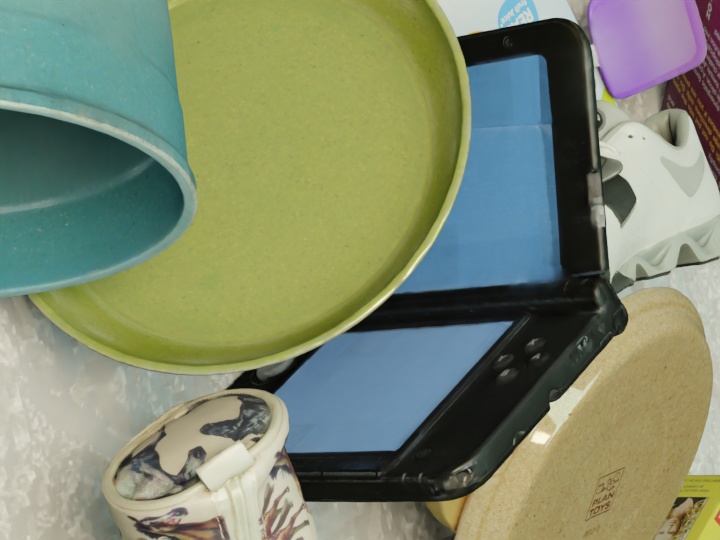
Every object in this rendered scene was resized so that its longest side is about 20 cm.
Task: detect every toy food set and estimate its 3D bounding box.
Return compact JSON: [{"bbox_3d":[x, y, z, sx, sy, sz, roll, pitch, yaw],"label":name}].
[{"bbox_3d":[0.095,0.095,1.144,0.200,0.049,0.198,-32,140,-40],"label":"toy food set"}]

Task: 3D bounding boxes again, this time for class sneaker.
[{"bbox_3d":[0.097,-0.030,1.125,0.200,0.074,0.089,-19,100,-51],"label":"sneaker"}]

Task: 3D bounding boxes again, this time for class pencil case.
[{"bbox_3d":[-0.038,0.143,0.967,0.078,0.089,0.200,-30,117,-24],"label":"pencil case"}]

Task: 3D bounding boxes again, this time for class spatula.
[{"bbox_3d":[0.095,-0.088,1.156,0.200,0.021,0.057,-33,113,-39],"label":"spatula"}]

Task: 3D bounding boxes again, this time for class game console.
[{"bbox_3d":[0.000,0.000,1.013,0.176,0.200,0.116,-45,115,-34],"label":"game console"}]

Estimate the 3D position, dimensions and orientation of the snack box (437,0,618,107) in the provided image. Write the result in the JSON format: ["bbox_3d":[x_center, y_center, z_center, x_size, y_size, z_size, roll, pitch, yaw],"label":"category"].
[{"bbox_3d":[0.044,-0.090,1.160,0.142,0.053,0.200,-43,115,-35],"label":"snack box"}]

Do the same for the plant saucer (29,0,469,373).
[{"bbox_3d":[-0.051,-0.048,0.989,0.031,0.200,0.200,59,44,-64],"label":"plant saucer"}]

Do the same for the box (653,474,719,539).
[{"bbox_3d":[0.145,0.199,1.229,0.075,0.050,0.200,53,55,-24],"label":"box"}]

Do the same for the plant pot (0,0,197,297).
[{"bbox_3d":[-0.162,-0.108,0.894,0.200,0.200,0.188,15,63,-40],"label":"plant pot"}]

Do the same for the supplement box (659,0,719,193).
[{"bbox_3d":[0.240,-0.128,1.215,0.131,0.103,0.200,-8,136,-16],"label":"supplement box"}]
